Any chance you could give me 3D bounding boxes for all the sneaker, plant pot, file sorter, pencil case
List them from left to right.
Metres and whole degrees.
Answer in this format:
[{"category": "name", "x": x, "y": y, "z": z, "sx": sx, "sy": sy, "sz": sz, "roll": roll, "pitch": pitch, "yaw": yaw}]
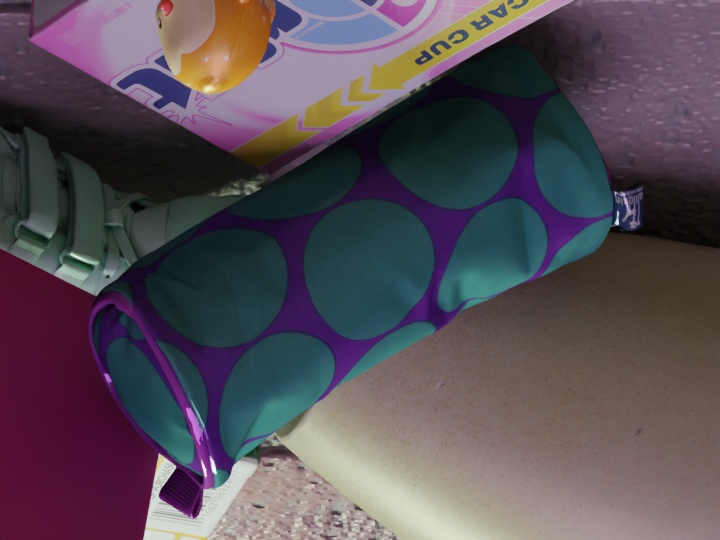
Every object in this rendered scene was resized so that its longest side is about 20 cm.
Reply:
[{"category": "file sorter", "x": -0.190, "y": 0.065, "z": 1.068, "sx": 0.200, "sy": 0.139, "sz": 0.125, "roll": 27, "pitch": 134, "yaw": -20}, {"category": "sneaker", "x": -0.097, "y": -0.026, "z": 1.134, "sx": 0.118, "sy": 0.074, "sz": 0.200, "roll": -19, "pitch": 142, "yaw": 18}, {"category": "pencil case", "x": 0.000, "y": 0.000, "z": 1.067, "sx": 0.200, "sy": 0.085, "sz": 0.093, "roll": -30, "pitch": 127, "yaw": -23}, {"category": "plant pot", "x": 0.073, "y": 0.058, "z": 1.181, "sx": 0.200, "sy": 0.188, "sz": 0.187, "roll": 20, "pitch": 144, "yaw": -13}]

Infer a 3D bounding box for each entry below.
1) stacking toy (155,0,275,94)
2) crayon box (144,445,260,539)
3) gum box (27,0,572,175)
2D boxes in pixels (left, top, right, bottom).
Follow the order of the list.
[{"category": "stacking toy", "x": -0.043, "y": -0.134, "z": 0.841, "sx": 0.110, "sy": 0.200, "sz": 0.116, "roll": 19, "pitch": 144, "yaw": -28}, {"category": "crayon box", "x": -0.157, "y": 0.077, "z": 1.310, "sx": 0.200, "sy": 0.052, "sz": 0.126, "roll": 10, "pitch": 146, "yaw": -17}, {"category": "gum box", "x": -0.003, "y": -0.120, "z": 0.987, "sx": 0.113, "sy": 0.066, "sz": 0.200, "roll": 29, "pitch": 138, "yaw": -35}]
